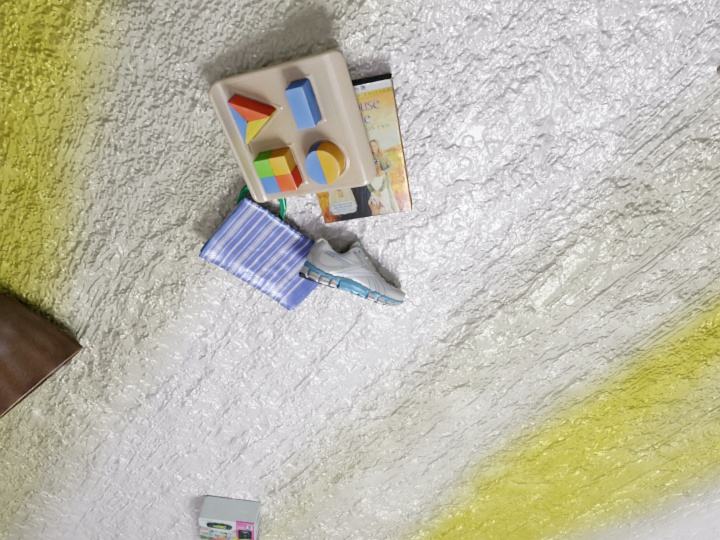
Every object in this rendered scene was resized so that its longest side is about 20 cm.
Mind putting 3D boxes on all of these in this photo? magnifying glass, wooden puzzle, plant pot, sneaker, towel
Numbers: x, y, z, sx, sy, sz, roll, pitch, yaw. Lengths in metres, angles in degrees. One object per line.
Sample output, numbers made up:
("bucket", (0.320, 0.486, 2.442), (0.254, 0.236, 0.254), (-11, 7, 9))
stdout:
("magnifying glass", (-0.136, -0.145, 0.811), (0.078, 0.023, 0.202), (19, 126, -10))
("wooden puzzle", (-0.094, -0.183, 0.727), (0.196, 0.047, 0.188), (-8, 124, 18))
("plant pot", (-0.654, 0.133, 0.966), (0.186, 0.188, 0.201), (-35, 102, 25))
("sneaker", (0.000, 0.000, 0.875), (0.197, 0.075, 0.088), (21, 85, -29))
("towel", (-0.150, -0.019, 0.881), (0.199, 0.024, 0.144), (34, 120, -28))

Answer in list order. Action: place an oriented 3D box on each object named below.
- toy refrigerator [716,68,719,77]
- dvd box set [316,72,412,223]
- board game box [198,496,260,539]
("toy refrigerator", (0.552, -0.279, 0.629), (0.069, 0.077, 0.200), (35, 120, -20))
("dvd box set", (-0.007, -0.171, 0.774), (0.143, 0.030, 0.203), (-7, 125, 9))
("board game box", (-0.340, 0.683, 1.387), (0.144, 0.065, 0.203), (8, 127, -1))
